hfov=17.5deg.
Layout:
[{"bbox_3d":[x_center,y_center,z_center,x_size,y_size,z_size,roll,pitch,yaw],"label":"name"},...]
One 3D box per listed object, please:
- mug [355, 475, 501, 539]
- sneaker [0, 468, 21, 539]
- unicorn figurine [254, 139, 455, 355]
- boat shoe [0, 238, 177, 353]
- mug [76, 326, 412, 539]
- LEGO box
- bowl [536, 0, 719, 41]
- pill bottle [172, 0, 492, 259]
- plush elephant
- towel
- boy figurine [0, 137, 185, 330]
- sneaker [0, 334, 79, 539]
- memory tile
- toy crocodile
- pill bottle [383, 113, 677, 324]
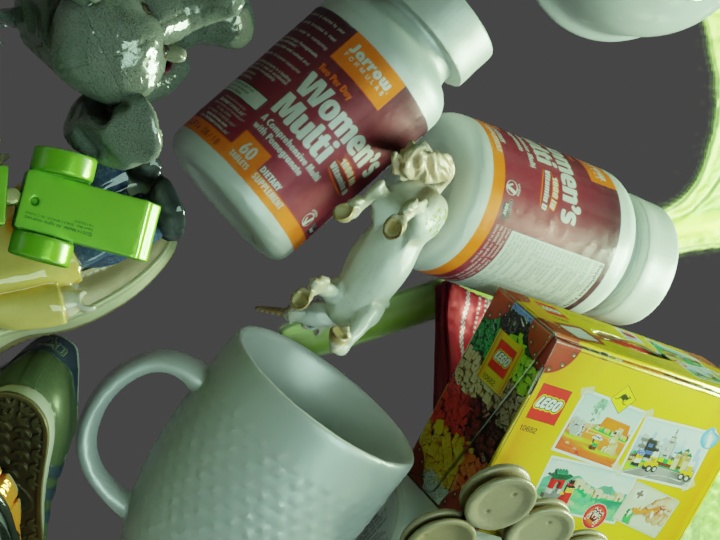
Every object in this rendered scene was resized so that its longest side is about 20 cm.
[{"bbox_3d":[0.047,0.229,1.705,0.175,0.148,0.200,28,126,-32],"label":"mug"},{"bbox_3d":[-0.243,0.208,1.494,0.078,0.077,0.200,-3,131,16],"label":"sneaker"},{"bbox_3d":[0.000,0.000,1.518,0.200,0.074,0.137,-42,174,18],"label":"unicorn figurine"},{"bbox_3d":[-0.212,0.002,1.482,0.200,0.072,0.065,-24,123,-13],"label":"boat shoe"},{"bbox_3d":[-0.095,0.136,1.568,0.200,0.148,0.175,36,102,-10],"label":"mug"},{"bbox_3d":[0.153,0.114,1.614,0.200,0.077,0.149,19,104,-36],"label":"LEGO box"},{"bbox_3d":[0.213,-0.244,1.612,0.201,0.090,0.201,-12,116,-25],"label":"bowl"},{"bbox_3d":[-0.016,-0.109,1.523,0.200,0.110,0.110,-42,126,-8],"label":"pill bottle"},{"bbox_3d":[-0.142,-0.155,1.397,0.200,0.155,0.165,-28,123,-18],"label":"plush elephant"},{"bbox_3d":[0.127,0.098,1.704,0.200,0.022,0.145,21,60,-36],"label":"towel"},{"bbox_3d":[-0.213,-0.021,1.427,0.200,0.064,0.124,-22,80,-16],"label":"boy figurine"},{"bbox_3d":[-0.220,0.125,1.530,0.067,0.090,0.200,21,131,2],"label":"sneaker"},{"bbox_3d":[0.060,0.214,1.576,0.200,0.017,0.153,-37,135,16],"label":"memory tile"},{"bbox_3d":[-0.217,-0.043,1.372,0.200,0.062,0.068,10,87,-10],"label":"toy crocodile"},{"bbox_3d":[0.120,-0.031,1.629,0.200,0.110,0.110,18,101,-35],"label":"pill bottle"}]
